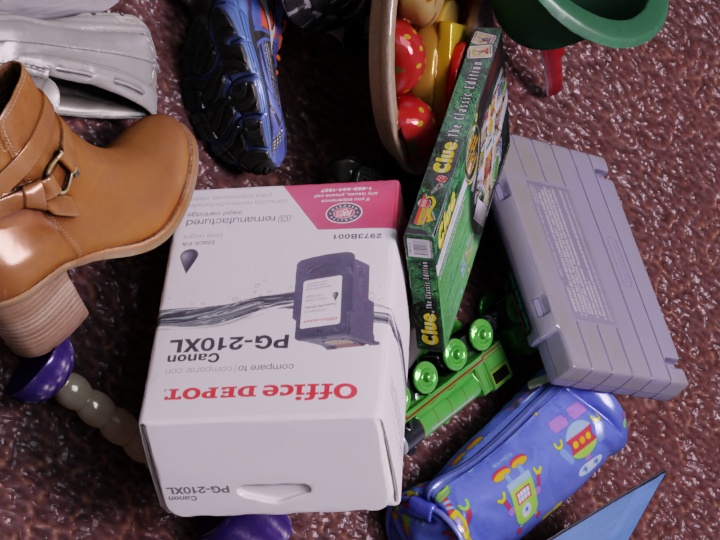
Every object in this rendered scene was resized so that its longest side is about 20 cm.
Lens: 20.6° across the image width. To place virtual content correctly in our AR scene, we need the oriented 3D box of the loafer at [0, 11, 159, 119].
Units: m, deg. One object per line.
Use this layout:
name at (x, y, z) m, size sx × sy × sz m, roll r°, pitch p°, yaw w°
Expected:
loafer at (-0.208, -0.118, 1.221) m, size 0.199 × 0.070 × 0.070 m, roll -8°, pitch 77°, yaw -38°

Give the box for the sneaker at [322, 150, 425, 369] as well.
sneaker at (0.000, 0.000, 1.337) m, size 0.114 × 0.076 × 0.200 m, roll 36°, pitch 58°, yaw -21°

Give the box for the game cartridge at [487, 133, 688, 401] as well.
game cartridge at (0.154, -0.003, 1.426) m, size 0.129 × 0.038 × 0.201 m, roll 8°, pitch 54°, yaw -37°

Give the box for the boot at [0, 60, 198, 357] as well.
boot at (-0.182, -0.067, 1.184) m, size 0.200 × 0.076 × 0.156 m, roll -50°, pitch 137°, yaw -29°

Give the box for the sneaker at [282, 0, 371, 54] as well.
sneaker at (-0.020, -0.206, 1.338) m, size 0.081 × 0.074 × 0.200 m, roll 63°, pitch 8°, yaw 14°

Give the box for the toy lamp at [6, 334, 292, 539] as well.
toy lamp at (-0.125, 0.114, 1.232) m, size 0.200 × 0.058 × 0.058 m, roll 41°, pitch 59°, yaw -21°

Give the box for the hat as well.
hat at (0.102, -0.183, 1.375) m, size 0.200 × 0.176 × 0.166 m, roll 42°, pitch 45°, yaw -15°

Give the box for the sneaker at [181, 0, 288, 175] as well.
sneaker at (-0.075, -0.163, 1.326) m, size 0.078 × 0.075 × 0.201 m, roll -6°, pitch 84°, yaw -39°

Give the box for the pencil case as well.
pencil case at (0.103, 0.138, 1.370) m, size 0.200 × 0.078 × 0.087 m, roll -36°, pitch 124°, yaw -36°

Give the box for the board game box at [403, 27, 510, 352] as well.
board game box at (0.065, -0.055, 1.289) m, size 0.105 × 0.023 × 0.201 m, roll 85°, pitch 19°, yaw -45°

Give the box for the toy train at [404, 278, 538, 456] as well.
toy train at (0.075, 0.065, 1.396) m, size 0.200 × 0.042 × 0.057 m, roll -35°, pitch 110°, yaw -36°

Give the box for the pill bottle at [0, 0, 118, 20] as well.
pill bottle at (-0.210, -0.259, 1.229) m, size 0.109 × 0.109 × 0.201 m, roll -8°, pitch 83°, yaw -36°

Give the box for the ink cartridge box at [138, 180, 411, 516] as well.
ink cartridge box at (-0.046, 0.044, 1.203) m, size 0.201 × 0.144 × 0.085 m, roll -85°, pitch 170°, yaw -45°

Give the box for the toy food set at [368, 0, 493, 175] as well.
toy food set at (0.051, -0.164, 1.328) m, size 0.198 × 0.048 × 0.202 m, roll -15°, pitch 109°, yaw -74°

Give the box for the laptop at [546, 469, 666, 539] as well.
laptop at (0.147, 0.269, 1.348) m, size 0.187 × 0.116 × 0.201 m, roll -24°, pitch 93°, yaw -36°
